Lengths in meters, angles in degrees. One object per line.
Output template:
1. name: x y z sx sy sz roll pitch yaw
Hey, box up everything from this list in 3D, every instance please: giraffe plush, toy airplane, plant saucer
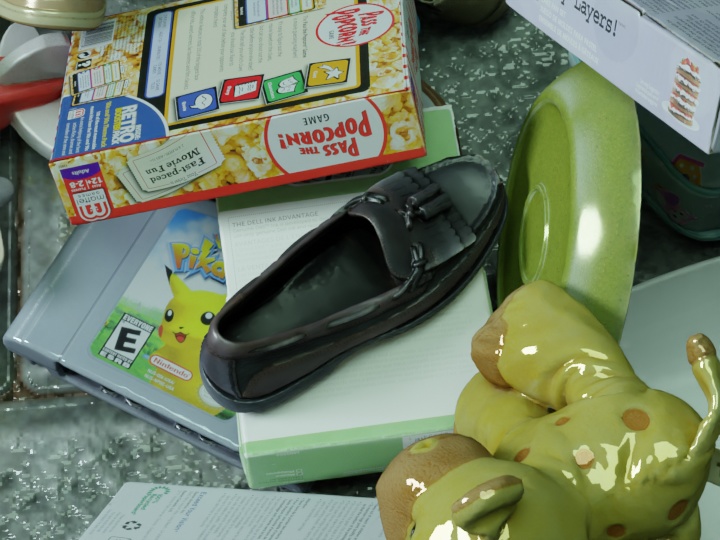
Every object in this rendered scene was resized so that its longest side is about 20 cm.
1. giraffe plush: 0.080 0.116 1.078 0.162 0.173 0.200 -25 20 -33
2. toy airplane: -0.260 -0.101 1.309 0.200 0.141 0.199 21 66 14
3. plant saucer: 0.105 -0.017 1.212 0.031 0.200 0.200 5 63 -11

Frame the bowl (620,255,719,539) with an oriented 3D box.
1. bowl: 0.224 0.091 1.222 0.199 0.075 0.200 -16 65 -4

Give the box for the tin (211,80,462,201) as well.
1. tin: -0.037 -0.078 1.343 0.200 0.042 0.112 16 70 11

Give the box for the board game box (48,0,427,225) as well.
1. board game box: -0.066 -0.104 1.270 0.200 0.046 0.152 -11 36 8

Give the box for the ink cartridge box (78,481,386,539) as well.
1. ink cartridge box: -0.061 0.169 1.139 0.200 0.043 0.196 3 21 17

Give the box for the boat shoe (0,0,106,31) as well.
1. boat shoe: -0.187 -0.199 1.341 0.071 0.065 0.200 4 27 -17

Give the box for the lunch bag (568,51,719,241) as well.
1. lunch bag: 0.228 -0.122 1.325 0.200 0.077 0.160 -33 61 -14

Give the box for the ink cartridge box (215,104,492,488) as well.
1. ink cartridge box: -0.003 0.013 1.253 0.145 0.048 0.200 -8 60 -2

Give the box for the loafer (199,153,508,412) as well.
1. loafer: 0.000 0.000 1.198 0.200 0.063 0.072 -37 67 -16

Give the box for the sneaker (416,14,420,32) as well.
1. sneaker: -0.057 -0.177 1.379 0.200 0.077 0.081 28 89 14

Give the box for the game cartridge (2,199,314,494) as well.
1. game cartridge: -0.086 0.030 1.294 0.200 0.040 0.133 24 64 14

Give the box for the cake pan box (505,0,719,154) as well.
1. cake pan box: 0.199 -0.133 1.187 0.184 0.052 0.200 -8 33 -31

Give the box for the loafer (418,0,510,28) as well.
1. loafer: 0.016 -0.229 1.368 0.200 0.067 0.076 45 107 11
